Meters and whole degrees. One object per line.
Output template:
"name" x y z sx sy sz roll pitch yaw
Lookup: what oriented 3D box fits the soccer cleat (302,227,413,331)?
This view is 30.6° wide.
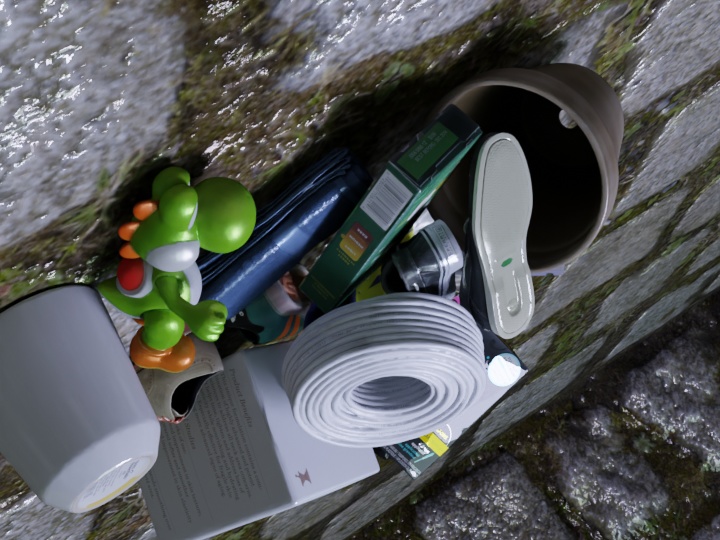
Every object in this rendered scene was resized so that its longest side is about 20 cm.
"soccer cleat" 0.001 0.001 1.338 0.201 0.064 0.084 -64 155 -21

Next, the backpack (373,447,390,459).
"backpack" 0.060 0.126 1.776 0.200 0.163 0.154 -50 169 19

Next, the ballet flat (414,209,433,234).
"ballet flat" 0.097 -0.062 1.465 0.199 0.070 0.070 -19 156 -46

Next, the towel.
"towel" -0.074 -0.034 1.224 0.200 0.049 0.112 -40 168 3

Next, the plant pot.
"plant pot" 0.178 -0.122 1.308 0.200 0.200 0.173 -51 175 39

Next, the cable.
"cable" 0.023 0.098 1.269 0.198 0.070 0.200 -9 147 1

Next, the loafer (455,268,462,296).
"loafer" 0.077 0.030 1.511 0.075 0.070 0.200 3 171 -19

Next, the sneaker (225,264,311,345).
"sneaker" -0.089 0.038 1.376 0.080 0.072 0.200 -28 164 9

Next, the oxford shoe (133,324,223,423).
"oxford shoe" -0.217 0.134 1.343 0.200 0.075 0.070 -46 161 27

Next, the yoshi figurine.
"yoshi figurine" -0.138 -0.007 1.089 0.112 0.112 0.201 -47 165 -39

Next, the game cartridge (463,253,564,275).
"game cartridge" 0.140 -0.017 1.543 0.198 0.039 0.130 -1 167 8

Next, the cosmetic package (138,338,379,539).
"cosmetic package" -0.122 0.184 1.424 0.199 0.168 0.166 -24 171 32

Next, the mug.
"mug" -0.241 0.120 1.124 0.149 0.153 0.187 -39 164 5

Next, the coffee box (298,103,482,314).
"coffee box" 0.025 -0.053 1.217 0.123 0.044 0.200 -45 174 -43

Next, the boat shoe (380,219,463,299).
"boat shoe" 0.051 -0.003 1.276 0.071 0.072 0.200 -24 168 -5

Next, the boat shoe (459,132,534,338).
"boat shoe" 0.119 -0.035 1.239 0.071 0.067 0.201 -20 119 -30

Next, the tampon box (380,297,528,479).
"tampon box" 0.078 0.125 1.645 0.200 0.150 0.126 -45 -161 4
